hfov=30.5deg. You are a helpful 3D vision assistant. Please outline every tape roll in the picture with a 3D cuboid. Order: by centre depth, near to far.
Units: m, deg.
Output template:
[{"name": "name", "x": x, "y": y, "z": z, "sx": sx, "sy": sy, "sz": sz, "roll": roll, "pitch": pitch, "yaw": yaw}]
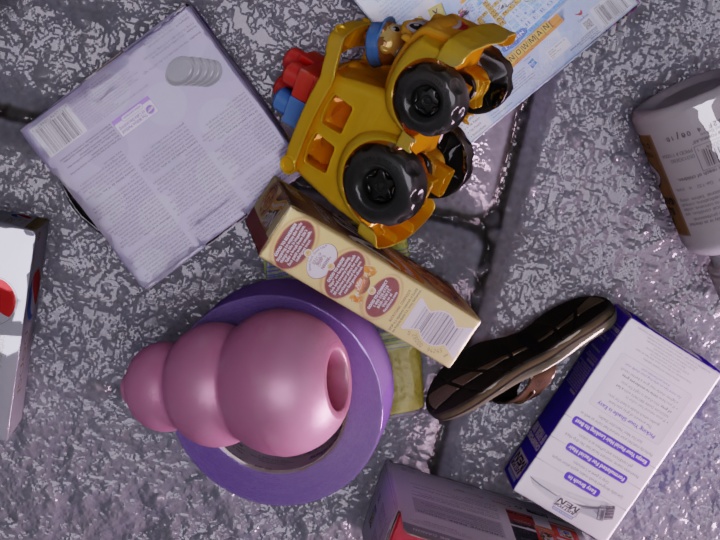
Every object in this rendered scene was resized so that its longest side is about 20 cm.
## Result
[{"name": "tape roll", "x": -0.072, "y": 0.111, "z": 1.212, "sx": 0.200, "sy": 0.066, "sz": 0.200, "roll": 2, "pitch": 103, "yaw": 10}]

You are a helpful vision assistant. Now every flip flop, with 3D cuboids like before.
[{"name": "flip flop", "x": 0.155, "y": 0.091, "z": 1.243, "sx": 0.200, "sy": 0.081, "sz": 0.058, "roll": -29, "pitch": 116, "yaw": -2}]

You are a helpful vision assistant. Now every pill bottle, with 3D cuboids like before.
[{"name": "pill bottle", "x": 0.333, "y": -0.074, "z": 1.192, "sx": 0.114, "sy": 0.114, "sz": 0.200, "roll": -24, "pitch": 101, "yaw": 2}]

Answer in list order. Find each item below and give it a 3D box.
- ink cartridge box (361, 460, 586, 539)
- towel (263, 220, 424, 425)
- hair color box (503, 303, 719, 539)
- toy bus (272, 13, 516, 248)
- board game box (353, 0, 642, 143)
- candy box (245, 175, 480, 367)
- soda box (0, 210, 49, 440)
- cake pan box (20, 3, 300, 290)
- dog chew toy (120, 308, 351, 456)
[{"name": "ink cartridge box", "x": 0.110, "y": 0.268, "z": 1.219, "sx": 0.200, "sy": 0.176, "sz": 0.084, "roll": 18, "pitch": 100, "yaw": -6}, {"name": "towel", "x": -0.016, "y": 0.053, "z": 1.247, "sx": 0.144, "sy": 0.023, "sz": 0.200, "roll": -5, "pitch": 102, "yaw": -1}, {"name": "hair color box", "x": 0.238, "y": 0.146, "z": 1.259, "sx": 0.109, "sy": 0.065, "sz": 0.200, "roll": 32, "pitch": 97, "yaw": -9}, {"name": "toy bus", "x": 0.013, "y": -0.151, "z": 1.136, "sx": 0.192, "sy": 0.136, "sz": 0.200, "roll": 35, "pitch": 120, "yaw": 16}, {"name": "board game box", "x": 0.111, "y": -0.253, "z": 1.180, "sx": 0.200, "sy": 0.041, "sz": 0.200, "roll": -39, "pitch": 101, "yaw": 5}, {"name": "candy box", "x": 0.000, "y": 0.000, "z": 1.156, "sx": 0.200, "sy": 0.115, "sz": 0.055, "roll": 32, "pitch": 98, "yaw": -18}, {"name": "soda box", "x": -0.334, "y": 0.049, "z": 1.205, "sx": 0.064, "sy": 0.068, "sz": 0.200, "roll": 9, "pitch": 101, "yaw": -5}, {"name": "cake pan box", "x": -0.177, "y": -0.109, "z": 1.192, "sx": 0.200, "sy": 0.052, "sz": 0.184, "roll": -37, "pitch": 99, "yaw": 4}, {"name": "dog chew toy", "x": -0.112, "y": 0.098, "z": 1.125, "sx": 0.200, "sy": 0.125, "sz": 0.125, "roll": -5, "pitch": 103, "yaw": 19}]
